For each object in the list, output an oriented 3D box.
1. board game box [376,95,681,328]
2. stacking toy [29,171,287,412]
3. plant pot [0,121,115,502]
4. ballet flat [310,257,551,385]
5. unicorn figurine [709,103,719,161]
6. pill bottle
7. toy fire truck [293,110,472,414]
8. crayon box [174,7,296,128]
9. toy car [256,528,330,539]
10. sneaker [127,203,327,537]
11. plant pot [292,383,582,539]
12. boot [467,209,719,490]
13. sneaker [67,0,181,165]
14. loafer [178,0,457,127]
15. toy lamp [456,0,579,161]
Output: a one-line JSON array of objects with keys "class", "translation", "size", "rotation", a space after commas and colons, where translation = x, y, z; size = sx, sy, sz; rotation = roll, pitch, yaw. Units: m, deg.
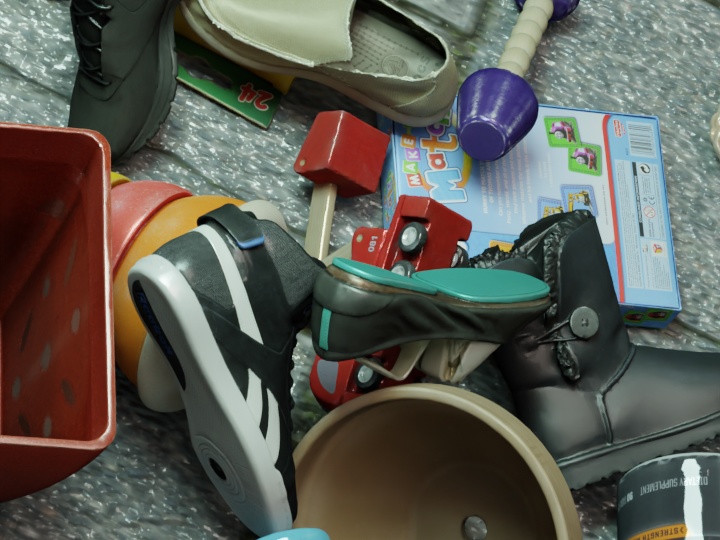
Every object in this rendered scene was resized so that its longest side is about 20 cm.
[{"class": "board game box", "translation": [0.113, -0.042, 1.754], "size": [0.199, 0.037, 0.152], "rotation": [6, 62, -17]}, {"class": "stacking toy", "translation": [-0.157, -0.018, 1.615], "size": [0.199, 0.147, 0.146], "rotation": [31, 57, 17]}, {"class": "plant pot", "translation": [-0.258, 0.039, 1.505], "size": [0.199, 0.176, 0.201], "rotation": [4, 63, -16]}, {"class": "ballet flat", "translation": [0.037, 0.031, 1.554], "size": [0.068, 0.069, 0.199], "rotation": [25, 13, 41]}, {"class": "unicorn figurine", "translation": [0.334, -0.067, 1.830], "size": [0.199, 0.074, 0.138], "rotation": [24, 68, 11]}, {"class": "pill bottle", "translation": [0.214, 0.224, 1.613], "size": [0.106, 0.106, 0.201], "rotation": [9, 61, -14]}, {"class": "toy fire truck", "translation": [0.000, 0.000, 1.657], "size": [0.049, 0.141, 0.201], "rotation": [27, 76, -41]}, {"class": "crayon box", "translation": [-0.073, -0.209, 1.769], "size": [0.126, 0.051, 0.201], "rotation": [27, 59, -4]}, {"class": "toy car", "translation": [-0.069, 0.232, 1.439], "size": [0.176, 0.200, 0.185], "rotation": [-13, 70, -4]}, {"class": "sneaker", "translation": [-0.051, 0.055, 1.524], "size": [0.112, 0.073, 0.201], "rotation": [-36, 121, -26]}, {"class": "plant pot", "translation": [0.051, 0.164, 1.569], "size": [0.201, 0.201, 0.093], "rotation": [53, 24, 12]}, {"class": "boot", "translation": [0.172, 0.038, 1.682], "size": [0.199, 0.076, 0.169], "rotation": [-19, 94, -20]}, {"class": "sneaker", "translation": [-0.156, -0.164, 1.652], "size": [0.076, 0.201, 0.091], "rotation": [25, 13, 36]}, {"class": "loafer", "translation": [-0.022, -0.162, 1.692], "size": [0.199, 0.068, 0.076], "rotation": [21, 63, -8]}, {"class": "toy lamp", "translation": [0.107, -0.143, 1.759], "size": [0.058, 0.058, 0.200], "rotation": [29, 42, -3]}]
